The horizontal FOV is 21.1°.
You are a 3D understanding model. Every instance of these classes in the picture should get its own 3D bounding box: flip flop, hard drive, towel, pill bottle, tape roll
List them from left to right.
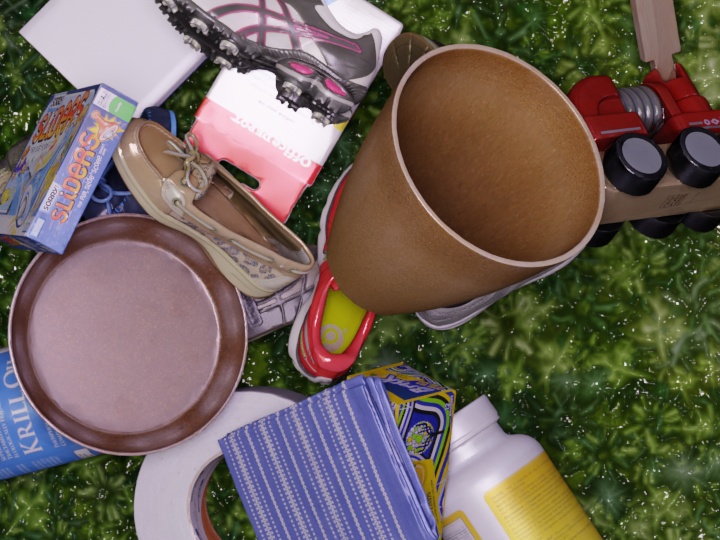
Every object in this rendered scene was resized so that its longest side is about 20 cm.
[{"bbox_3d":[-0.307,0.124,1.676,0.199,0.112,0.113,-16,88,8],"label":"pill bottle"},{"bbox_3d":[-0.180,-0.232,1.685,0.132,0.025,0.200,44,87,6],"label":"hard drive"},{"bbox_3d":[-0.113,0.026,1.679,0.200,0.058,0.081,-18,93,-8],"label":"flip flop"},{"bbox_3d":[-0.091,0.201,1.667,0.200,0.066,0.201,0,89,9],"label":"tape roll"},{"bbox_3d":[-0.026,0.173,1.560,0.200,0.024,0.145,-25,86,46],"label":"towel"},{"bbox_3d":[0.125,0.208,1.610,0.112,0.112,0.200,-34,85,7],"label":"pill bottle"}]

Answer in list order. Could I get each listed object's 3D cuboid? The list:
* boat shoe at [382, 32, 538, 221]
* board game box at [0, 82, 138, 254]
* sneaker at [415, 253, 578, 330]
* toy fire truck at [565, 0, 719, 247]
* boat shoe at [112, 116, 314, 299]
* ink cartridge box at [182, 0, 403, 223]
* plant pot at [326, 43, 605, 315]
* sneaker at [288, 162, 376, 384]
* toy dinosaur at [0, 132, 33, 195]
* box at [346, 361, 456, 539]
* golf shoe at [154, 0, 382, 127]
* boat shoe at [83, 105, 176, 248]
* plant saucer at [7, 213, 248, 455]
[{"bbox_3d":[0.100,-0.119,1.602,0.201,0.066,0.072,52,127,14],"label":"boat shoe"},{"bbox_3d":[-0.248,-0.082,1.583,0.034,0.200,0.136,28,82,-19],"label":"board game box"},{"bbox_3d":[0.127,-0.016,1.624,0.200,0.082,0.075,-41,84,7],"label":"sneaker"},{"bbox_3d":[0.226,-0.142,1.578,0.176,0.129,0.200,-8,60,-30],"label":"toy fire truck"},{"bbox_3d":[-0.121,-0.059,1.590,0.063,0.073,0.200,-24,125,39],"label":"boat shoe"},{"bbox_3d":[-0.062,-0.152,1.652,0.116,0.067,0.200,31,94,-4],"label":"ink cartridge box"},{"bbox_3d":[0.057,-0.048,1.514,0.187,0.186,0.200,56,141,5],"label":"plant pot"},{"bbox_3d":[0.000,0.000,1.628,0.077,0.085,0.201,16,80,-12],"label":"sneaker"},{"bbox_3d":[-0.255,-0.102,1.704,0.200,0.047,0.088,-38,78,4],"label":"toy dinosaur"},{"bbox_3d":[0.025,0.183,1.576,0.070,0.064,0.201,26,119,47],"label":"box"},{"bbox_3d":[-0.079,-0.200,1.587,0.200,0.077,0.088,31,77,-7],"label":"golf shoe"},{"bbox_3d":[-0.212,-0.048,1.653,0.068,0.084,0.200,16,105,-16],"label":"boat shoe"},{"bbox_3d":[-0.194,0.054,1.607,0.200,0.034,0.201,2,83,-16],"label":"plant saucer"}]
